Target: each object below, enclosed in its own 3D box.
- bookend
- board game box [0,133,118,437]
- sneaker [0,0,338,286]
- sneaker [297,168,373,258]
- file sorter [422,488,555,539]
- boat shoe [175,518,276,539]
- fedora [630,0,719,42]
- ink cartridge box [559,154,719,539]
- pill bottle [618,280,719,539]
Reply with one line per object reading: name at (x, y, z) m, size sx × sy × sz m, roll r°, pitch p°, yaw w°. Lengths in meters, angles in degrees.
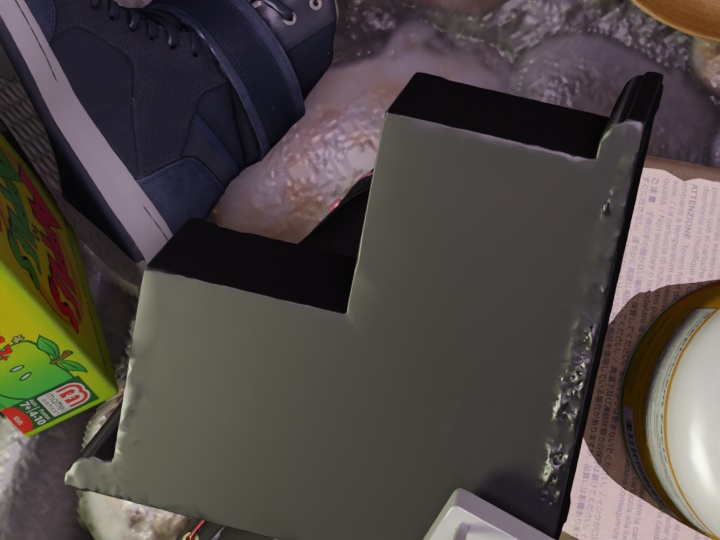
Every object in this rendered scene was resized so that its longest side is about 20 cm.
bookend at (0.001, 0.005, 1.060) m, size 0.199 × 0.092 × 0.200 m, roll 12°, pitch 108°, yaw 7°
board game box at (-0.169, -0.026, 1.075) m, size 0.047 × 0.200 × 0.102 m, roll -25°, pitch 54°, yaw 7°
sneaker at (-0.094, -0.112, 1.113) m, size 0.146 × 0.077 × 0.203 m, roll -44°, pitch 132°, yaw -16°
sneaker at (0.000, 0.000, 1.164) m, size 0.199 × 0.096 × 0.079 m, roll -29°, pitch 126°, yaw 16°
file sorter at (0.082, 0.209, 1.004) m, size 0.199 × 0.125 × 0.139 m, roll 29°, pitch 121°, yaw -3°
boat shoe at (-0.088, 0.172, 1.159) m, size 0.201 × 0.074 × 0.063 m, roll -46°, pitch 55°, yaw 7°
fedora at (0.189, -0.191, 1.155) m, size 0.199 × 0.082 × 0.202 m, roll -1°, pitch 94°, yaw -10°
ink cartridge box at (0.152, 0.056, 1.163) m, size 0.164 × 0.075 × 0.201 m, roll 11°, pitch 88°, yaw -4°
pill bottle at (0.168, 0.058, 1.027) m, size 0.110 × 0.200 × 0.112 m, roll 0°, pitch 90°, yaw -3°
